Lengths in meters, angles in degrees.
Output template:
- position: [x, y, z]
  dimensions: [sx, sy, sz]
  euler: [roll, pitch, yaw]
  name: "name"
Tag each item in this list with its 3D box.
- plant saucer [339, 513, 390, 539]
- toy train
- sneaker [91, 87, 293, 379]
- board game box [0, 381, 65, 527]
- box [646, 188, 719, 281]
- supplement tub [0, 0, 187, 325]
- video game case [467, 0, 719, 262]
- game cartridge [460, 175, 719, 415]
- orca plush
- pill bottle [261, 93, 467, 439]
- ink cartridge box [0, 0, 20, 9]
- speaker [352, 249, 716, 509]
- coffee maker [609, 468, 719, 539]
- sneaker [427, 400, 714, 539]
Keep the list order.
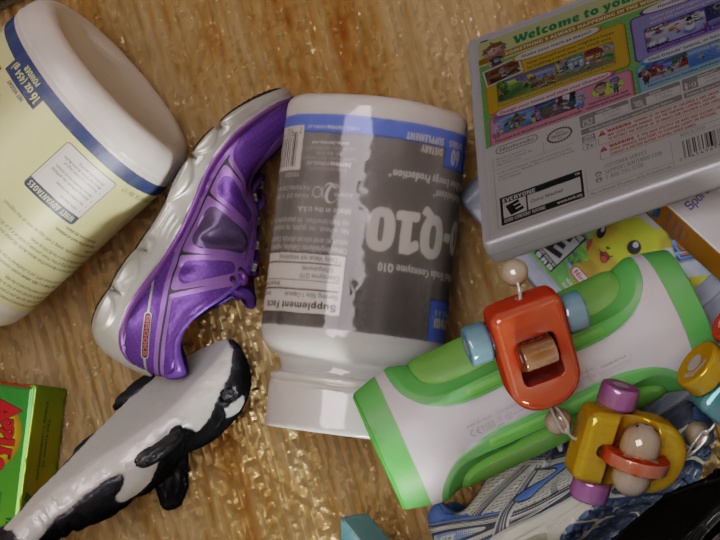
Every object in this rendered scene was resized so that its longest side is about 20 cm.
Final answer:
- position: [0.057, 0.227, 1.438]
  dimensions: [0.019, 0.070, 0.200]
  euler: [-38, 73, -15]
  name: "plant saucer"
- position: [0.162, 0.053, 1.301]
  dimensions: [0.199, 0.056, 0.151]
  euler: [-15, 110, -7]
  name: "toy train"
- position: [-0.088, -0.021, 1.506]
  dimensions: [0.083, 0.081, 0.201]
  euler: [31, 86, 2]
  name: "sneaker"
- position: [-0.257, 0.170, 1.556]
  dimensions: [0.101, 0.048, 0.201]
  euler: [5, 86, 19]
  name: "board game box"
- position: [0.250, -0.037, 1.384]
  dimensions: [0.200, 0.042, 0.119]
  euler: [43, 77, 11]
  name: "box"
- position: [-0.224, -0.057, 1.518]
  dimensions: [0.200, 0.145, 0.145]
  euler: [-41, 73, 10]
  name: "supplement tub"
- position: [0.161, -0.103, 1.402]
  dimensions: [0.199, 0.022, 0.183]
  euler: [-19, 43, 17]
  name: "video game case"
- position: [0.168, -0.017, 1.440]
  dimensions: [0.133, 0.040, 0.200]
  euler: [-43, 73, 6]
  name: "game cartridge"
- position: [-0.136, 0.133, 1.505]
  dimensions: [0.200, 0.105, 0.071]
  euler: [-47, 114, -17]
  name: "orca plush"
- position: [0.000, 0.000, 1.452]
  dimensions: [0.113, 0.114, 0.201]
  euler: [5, 87, 19]
  name: "pill bottle"
- position: [-0.241, -0.282, 1.601]
  dimensions: [0.162, 0.057, 0.201]
  euler: [-22, 82, 16]
  name: "ink cartridge box"
- position: [0.100, 0.062, 1.370]
  dimensions: [0.199, 0.088, 0.089]
  euler: [-25, 76, -2]
  name: "speaker"
- position: [0.213, 0.217, 1.249]
  dimensions: [0.134, 0.192, 0.200]
  euler: [-38, 90, 2]
  name: "coffee maker"
- position: [0.115, 0.123, 1.413]
  dimensions: [0.200, 0.077, 0.086]
  euler: [-36, 64, 22]
  name: "sneaker"
